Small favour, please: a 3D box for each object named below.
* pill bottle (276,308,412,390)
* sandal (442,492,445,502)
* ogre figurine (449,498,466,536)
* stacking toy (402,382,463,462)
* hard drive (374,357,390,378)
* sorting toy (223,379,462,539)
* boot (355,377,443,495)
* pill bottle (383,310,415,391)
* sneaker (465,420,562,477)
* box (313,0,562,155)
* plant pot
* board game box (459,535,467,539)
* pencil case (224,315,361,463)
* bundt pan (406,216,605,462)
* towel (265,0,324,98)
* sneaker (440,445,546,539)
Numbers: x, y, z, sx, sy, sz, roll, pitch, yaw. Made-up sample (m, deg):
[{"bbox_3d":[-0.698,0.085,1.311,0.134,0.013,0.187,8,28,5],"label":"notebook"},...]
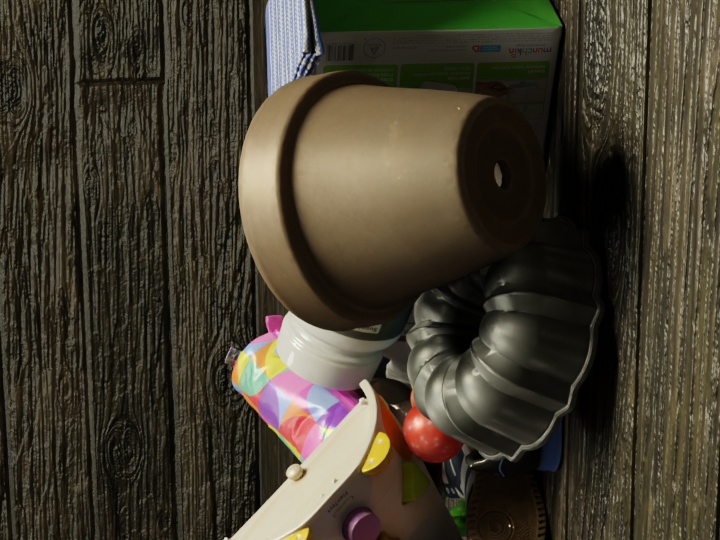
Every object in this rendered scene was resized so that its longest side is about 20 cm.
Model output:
[{"bbox_3d":[0.000,0.000,1.694,0.114,0.114,0.200,-108,34,-56],"label":"pill bottle"},{"bbox_3d":[0.067,0.230,1.875,0.203,0.050,0.082,-63,-4,-22],"label":"sandal"},{"bbox_3d":[0.085,0.292,1.806,0.098,0.200,0.120,25,116,28],"label":"ogre figurine"},{"bbox_3d":[0.077,0.089,1.651,0.085,0.085,0.200,97,-174,-45],"label":"stacking toy"},{"bbox_3d":[0.043,0.023,1.877,0.042,0.135,0.201,-157,66,-63],"label":"hard drive"},{"bbox_3d":[0.007,0.233,1.618,0.180,0.200,0.107,50,167,-29],"label":"sorting toy"},{"bbox_3d":[0.021,0.196,1.797,0.146,0.070,0.200,20,123,48],"label":"boot"},{"bbox_3d":[0.062,0.019,1.798,0.112,0.112,0.201,-124,29,-72],"label":"pill bottle"},{"bbox_3d":[0.124,0.075,1.560,0.070,0.078,0.201,-138,45,-77],"label":"sneaker"},{"bbox_3d":[0.052,-0.144,1.559,0.097,0.199,0.177,-104,14,-52],"label":"box"},{"bbox_3d":[0.039,-0.059,1.398,0.174,0.200,0.201,-6,85,39],"label":"plant pot"},{"bbox_3d":[0.054,0.317,1.686,0.040,0.199,0.153,157,109,-80],"label":"board game box"},{"bbox_3d":[-0.040,0.131,1.739,0.200,0.088,0.089,43,143,35],"label":"pencil case"},{"bbox_3d":[0.101,0.043,1.470,0.202,0.076,0.202,-44,37,46],"label":"bundt pan"},{"bbox_3d":[-0.053,-0.197,1.527,0.200,0.024,0.145,118,150,-69],"label":"towel"},{"bbox_3d":[0.116,0.208,1.678,0.109,0.070,0.200,100,165,-56],"label":"sneaker"}]
